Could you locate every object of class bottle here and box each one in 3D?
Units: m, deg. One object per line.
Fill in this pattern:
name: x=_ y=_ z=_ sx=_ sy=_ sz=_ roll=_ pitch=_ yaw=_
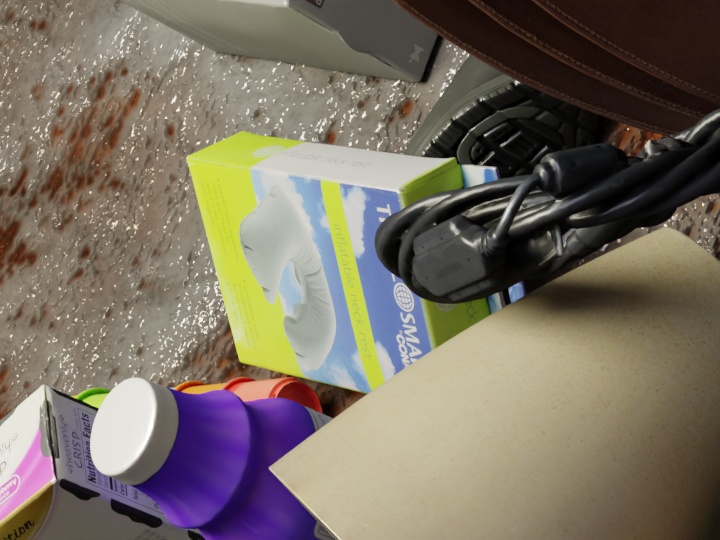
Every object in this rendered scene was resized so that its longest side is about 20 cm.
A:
bottle: x=-0.036 y=0.104 z=1.391 sx=0.065 sy=0.200 sz=0.084 roll=-33 pitch=48 yaw=34

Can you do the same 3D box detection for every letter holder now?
letter holder: x=0.128 y=-0.120 z=1.316 sx=0.142 sy=0.200 sz=0.101 roll=-56 pitch=32 yaw=18

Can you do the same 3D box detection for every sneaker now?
sneaker: x=0.090 y=-0.105 z=1.482 sx=0.200 sy=0.076 sz=0.091 roll=-46 pitch=31 yaw=11

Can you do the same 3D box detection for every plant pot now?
plant pot: x=0.095 y=0.082 z=1.289 sx=0.200 sy=0.187 sz=0.187 roll=-45 pitch=38 yaw=-4

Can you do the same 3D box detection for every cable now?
cable: x=0.091 y=-0.031 z=1.277 sx=0.051 sy=0.163 sz=0.200 roll=67 pitch=161 yaw=3

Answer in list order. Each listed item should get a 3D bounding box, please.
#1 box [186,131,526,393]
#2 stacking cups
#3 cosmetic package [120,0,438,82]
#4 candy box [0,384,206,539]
box: x=0.000 y=0.000 z=1.482 sx=0.200 sy=0.048 sz=0.122 roll=11 pitch=120 yaw=51
stacking cups: x=-0.102 y=0.082 z=1.597 sx=0.200 sy=0.060 sz=0.061 roll=-13 pitch=60 yaw=43
cosmetic package: x=-0.047 y=-0.167 z=1.637 sx=0.200 sy=0.107 sz=0.090 roll=10 pitch=76 yaw=49
candy box: x=-0.121 y=0.145 z=1.465 sx=0.136 sy=0.200 sz=0.061 roll=-39 pitch=44 yaw=29
